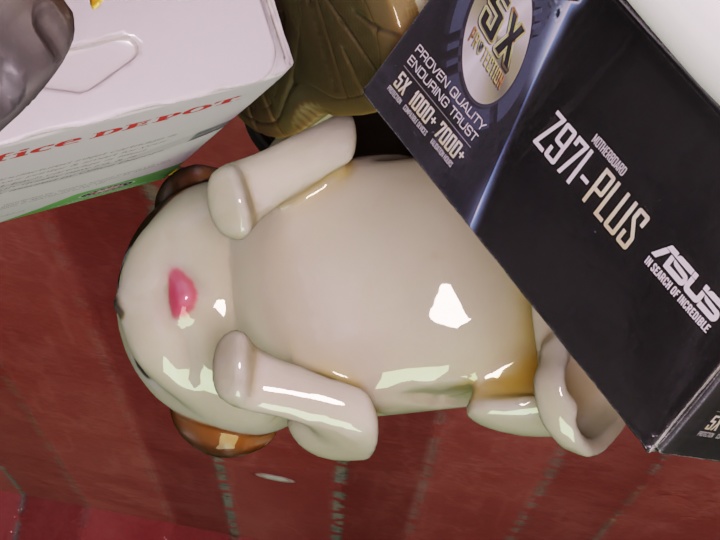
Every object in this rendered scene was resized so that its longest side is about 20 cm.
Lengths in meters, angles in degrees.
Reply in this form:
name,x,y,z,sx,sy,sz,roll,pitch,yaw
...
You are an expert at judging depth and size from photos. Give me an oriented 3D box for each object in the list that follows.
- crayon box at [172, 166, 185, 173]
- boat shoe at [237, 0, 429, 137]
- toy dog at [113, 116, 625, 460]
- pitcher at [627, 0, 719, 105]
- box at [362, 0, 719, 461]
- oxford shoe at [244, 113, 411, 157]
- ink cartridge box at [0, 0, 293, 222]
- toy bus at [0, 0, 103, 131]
name,x,y,z,sx,sy,sz,roll,pitch,yaw
crayon box,-0.174,-0.075,1.219,0.125,0.052,0.199,20,166,-36
boat shoe,-0.001,-0.088,0.964,0.066,0.072,0.201,-16,-172,-19
toy dog,0.000,0.000,1.046,0.199,0.140,0.194,-9,-175,21
pitcher,0.130,-0.100,0.714,0.199,0.122,0.172,26,157,-13
box,0.127,-0.019,0.874,0.199,0.086,0.164,13,-148,-48
oxford shoe,0.051,-0.054,1.122,0.199,0.073,0.085,15,141,2
ink cartridge box,-0.124,-0.071,0.997,0.145,0.085,0.200,-16,175,-19
toy bus,-0.106,-0.127,0.713,0.136,0.200,0.192,50,-173,-15
